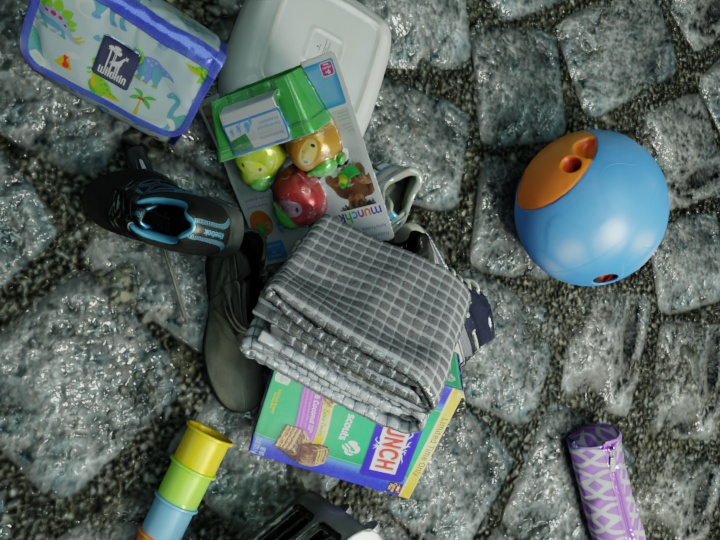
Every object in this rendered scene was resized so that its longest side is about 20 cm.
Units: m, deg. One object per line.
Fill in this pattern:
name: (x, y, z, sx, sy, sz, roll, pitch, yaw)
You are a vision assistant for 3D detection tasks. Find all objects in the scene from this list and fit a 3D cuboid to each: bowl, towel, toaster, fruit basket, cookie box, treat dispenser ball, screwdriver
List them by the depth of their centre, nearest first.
towel: (0.003, 0.040, 0.655, 0.196, 0.087, 0.167, 27, 42, 2)
fruit basket: (-0.074, -0.108, 0.728, 0.094, 0.181, 0.205, -41, 118, -58)
toaster: (-0.060, 0.352, 0.731, 0.198, 0.180, 0.121, -34, 99, -22)
cookie box: (-0.007, 0.146, 0.744, 0.195, 0.076, 0.174, 17, 119, -7)
screwdriver: (-0.223, -0.038, 0.750, 0.027, 0.029, 0.206, -18, 100, -24)
bowl: (-0.056, -0.251, 0.804, 0.196, 0.074, 0.205, 22, 81, -22)
treat dispenser ball: (0.304, -0.083, 0.895, 0.196, 0.200, 0.208, 1, 88, -24)

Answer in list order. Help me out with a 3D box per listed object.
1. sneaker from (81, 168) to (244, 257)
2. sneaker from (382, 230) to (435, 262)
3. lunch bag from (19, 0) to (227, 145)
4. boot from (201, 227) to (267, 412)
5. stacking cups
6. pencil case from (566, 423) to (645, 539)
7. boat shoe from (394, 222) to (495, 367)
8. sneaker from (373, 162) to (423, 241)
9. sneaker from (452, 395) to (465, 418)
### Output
sneaker: (-0.213, -0.064, 0.672, 0.082, 0.195, 0.075, 4, 97, -66)
sneaker: (0.000, 0.000, 0.772, 0.195, 0.067, 0.093, -13, 114, -15)
lunch bag: (-0.226, -0.217, 0.655, 0.167, 0.199, 0.130, 26, 78, -22)
boot: (-0.131, 0.061, 0.729, 0.066, 0.130, 0.206, -6, 91, -23)
stacking cups: (-0.209, 0.270, 0.735, 0.060, 0.060, 0.204, 28, 82, -21)
pencil case: (0.363, 0.324, 0.976, 0.082, 0.085, 0.205, -20, 98, -21)
boat shoe: (0.113, 0.024, 0.882, 0.091, 0.074, 0.205, -25, 106, -31)
sneaker: (0.010, -0.054, 0.822, 0.074, 0.086, 0.203, 37, 77, -21)
sneaker: (0.080, 0.112, 0.845, 0.076, 0.090, 0.203, -15, 124, 10)
